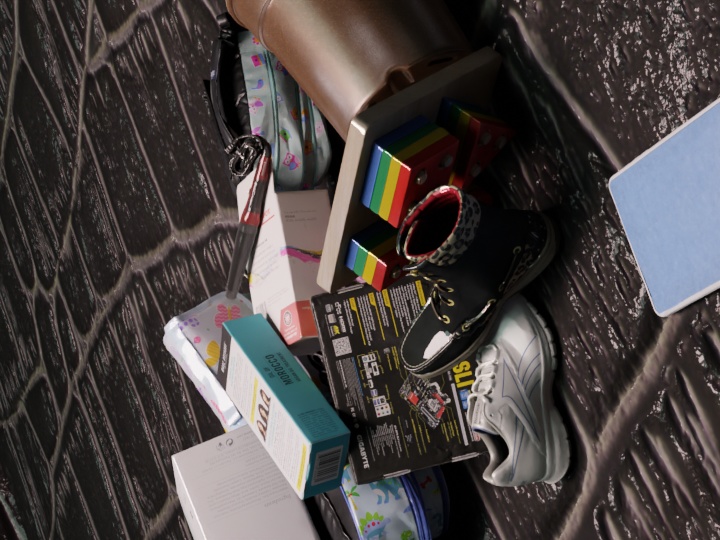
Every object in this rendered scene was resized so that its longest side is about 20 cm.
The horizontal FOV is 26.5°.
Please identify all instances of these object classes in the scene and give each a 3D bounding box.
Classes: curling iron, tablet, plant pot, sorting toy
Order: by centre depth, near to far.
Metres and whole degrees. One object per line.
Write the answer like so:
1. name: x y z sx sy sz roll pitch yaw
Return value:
1. tablet: 0.273 -0.052 1.223 0.200 0.014 0.131 -40 65 59
2. sorting toy: 0.064 -0.081 1.431 0.069 0.198 0.201 36 136 24
3. plant pot: 0.003 -0.235 1.487 0.199 0.199 0.201 56 147 21
4. curling iron: -0.127 -0.059 1.653 0.049 0.026 0.201 21 121 22

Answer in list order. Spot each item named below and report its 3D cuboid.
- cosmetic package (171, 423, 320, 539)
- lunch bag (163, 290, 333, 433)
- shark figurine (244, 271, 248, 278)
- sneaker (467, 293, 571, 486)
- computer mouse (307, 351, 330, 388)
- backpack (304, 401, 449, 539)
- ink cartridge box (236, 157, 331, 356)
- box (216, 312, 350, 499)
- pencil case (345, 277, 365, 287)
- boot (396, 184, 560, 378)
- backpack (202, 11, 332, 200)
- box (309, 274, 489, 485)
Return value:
1. cosmetic package: -0.120 0.296 1.707 0.200 0.122 0.201 103 143 -70
2. lunch bag: -0.132 0.119 1.825 0.127 0.200 0.170 -43 74 18
3. shark figurine: -0.079 0.002 1.841 0.215 0.089 0.129 124 126 -68
4. sneaker: 0.142 0.112 1.463 0.074 0.087 0.201 -17 85 65
5. computer mouse: 0.015 0.095 1.729 0.139 0.053 0.200 48 151 12
6. backpack: 0.017 0.252 1.680 0.184 0.146 0.200 87 160 -47
7. ink cartridge box: -0.075 -0.015 1.667 0.116 0.067 0.201 -31 67 61
8. box: -0.084 0.139 1.598 0.200 0.049 0.083 50 142 40
9. pencil case: 0.000 0.000 1.690 0.200 0.087 0.088 -28 77 61
10. boot: 0.073 0.009 1.402 0.204 0.153 0.074 -48 53 20
11. backpack: -0.109 -0.181 1.767 0.167 0.126 0.201 106 154 -65
12. box: 0.048 0.104 1.563 0.049 0.159 0.201 37 -142 -87
